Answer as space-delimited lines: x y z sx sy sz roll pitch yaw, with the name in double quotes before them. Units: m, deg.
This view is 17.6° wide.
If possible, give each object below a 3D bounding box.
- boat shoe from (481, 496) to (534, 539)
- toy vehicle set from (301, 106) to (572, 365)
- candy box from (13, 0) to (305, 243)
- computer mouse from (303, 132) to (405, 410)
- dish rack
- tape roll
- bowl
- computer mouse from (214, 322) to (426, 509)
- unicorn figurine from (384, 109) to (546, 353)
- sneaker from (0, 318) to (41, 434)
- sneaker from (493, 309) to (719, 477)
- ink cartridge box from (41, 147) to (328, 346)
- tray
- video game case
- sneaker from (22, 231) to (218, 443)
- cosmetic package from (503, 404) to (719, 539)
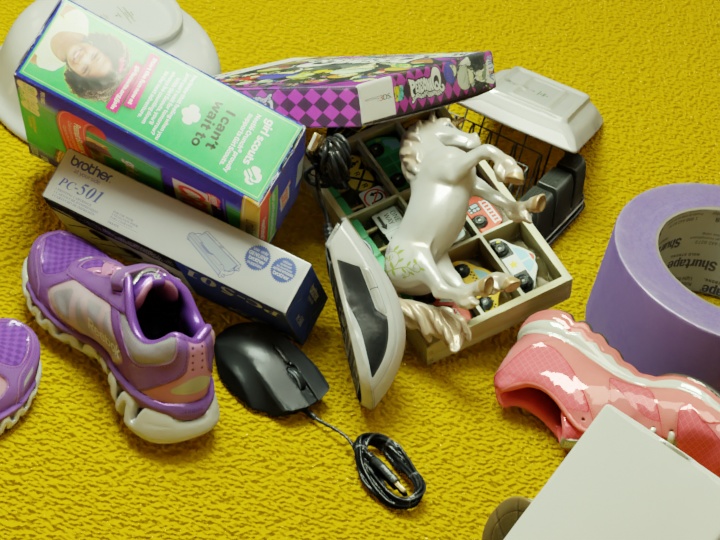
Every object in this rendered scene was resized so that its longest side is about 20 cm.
"boat shoe" 0.164 0.219 1.494 0.066 0.074 0.200 8 36 -55
"toy vehicle set" 0.055 -0.032 1.761 0.124 0.027 0.200 -25 58 -15
"candy box" -0.144 -0.095 1.690 0.200 0.169 0.077 27 74 4
"computer mouse" 0.000 0.000 1.659 0.044 0.110 0.201 -12 77 -6
"dish rack" 0.073 -0.084 1.874 0.200 0.055 0.153 26 36 17
"tape roll" 0.278 0.026 1.777 0.199 0.085 0.200 10 38 -8
"bowl" -0.195 -0.173 1.859 0.201 0.091 0.201 10 36 -8
"computer mouse" -0.027 0.095 1.617 0.200 0.034 0.059 37 41 26
"unicorn figurine" 0.067 -0.046 1.699 0.137 0.074 0.200 14 63 39
"sneaker" -0.284 0.069 1.512 0.080 0.089 0.200 36 40 27
"sneaker" 0.183 0.109 1.662 0.200 0.074 0.087 28 52 22
"ink cartridge box" -0.125 -0.017 1.674 0.200 0.094 0.044 25 79 13
"tray" 0.146 -0.139 1.933 0.107 0.022 0.200 22 15 8
"video game case" -0.027 -0.139 1.796 0.200 0.036 0.181 2 14 37
"sneaker" -0.159 0.025 1.602 0.080 0.089 0.200 -17 46 -35
"cosmetic package" 0.140 0.196 1.417 0.113 0.081 0.200 37 81 25
